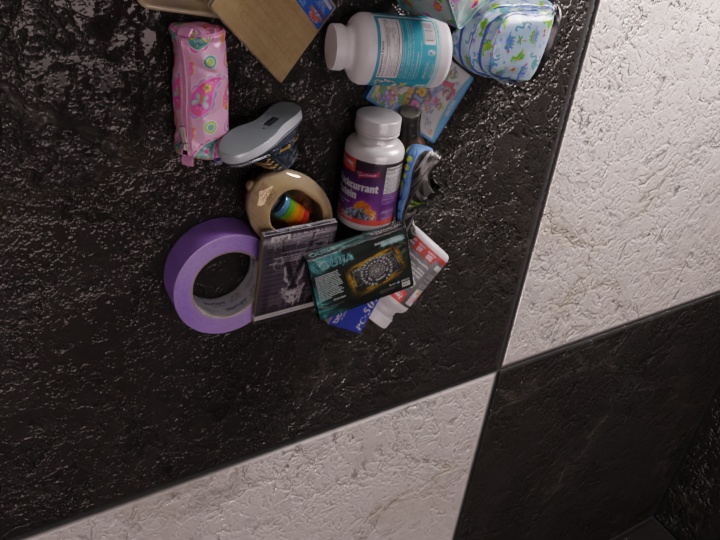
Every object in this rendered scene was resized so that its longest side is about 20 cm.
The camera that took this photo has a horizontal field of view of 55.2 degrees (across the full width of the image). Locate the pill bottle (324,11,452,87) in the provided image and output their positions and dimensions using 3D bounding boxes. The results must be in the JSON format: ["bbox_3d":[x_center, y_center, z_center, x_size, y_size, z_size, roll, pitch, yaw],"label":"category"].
[{"bbox_3d":[0.043,-0.360,1.126,0.195,0.111,0.113,-3,123,-20],"label":"pill bottle"}]

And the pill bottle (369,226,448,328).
[{"bbox_3d":[0.080,0.013,1.425,0.201,0.116,0.115,-51,135,6],"label":"pill bottle"}]

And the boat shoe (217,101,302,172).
[{"bbox_3d":[-0.153,-0.189,1.099,0.201,0.069,0.093,-48,151,-47],"label":"boat shoe"}]

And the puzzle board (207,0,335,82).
[{"bbox_3d":[-0.126,-0.394,1.025,0.152,0.017,0.200,-53,152,1],"label":"puzzle board"}]

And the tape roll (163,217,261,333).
[{"bbox_3d":[-0.246,0.011,1.228,0.196,0.066,0.204,-19,129,-24],"label":"tape roll"}]

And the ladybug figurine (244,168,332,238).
[{"bbox_3d":[-0.132,-0.111,1.214,0.137,0.072,0.199,-53,135,0],"label":"ladybug figurine"}]

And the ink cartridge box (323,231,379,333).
[{"bbox_3d":[0.007,0.019,1.338,0.093,0.044,0.203,19,106,-43],"label":"ink cartridge box"}]

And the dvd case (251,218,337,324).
[{"bbox_3d":[-0.121,0.003,1.245,0.146,0.016,0.203,-14,134,-31],"label":"dvd case"}]

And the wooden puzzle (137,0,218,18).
[{"bbox_3d":[-0.206,-0.451,0.940,0.182,0.046,0.204,-5,123,-33],"label":"wooden puzzle"}]

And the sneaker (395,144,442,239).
[{"bbox_3d":[0.108,-0.137,1.280,0.080,0.072,0.203,7,128,-5],"label":"sneaker"}]

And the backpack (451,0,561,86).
[{"bbox_3d":[0.259,-0.418,1.244,0.195,0.155,0.166,5,126,-22],"label":"backpack"}]

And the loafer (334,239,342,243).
[{"bbox_3d":[-0.054,-0.029,1.341,0.197,0.069,0.071,16,98,-44],"label":"loafer"}]

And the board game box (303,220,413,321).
[{"bbox_3d":[0.000,0.000,1.266,0.196,0.028,0.138,-19,125,-13],"label":"board game box"}]

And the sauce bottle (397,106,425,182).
[{"bbox_3d":[0.093,-0.211,1.305,0.064,0.065,0.203,-22,134,-20],"label":"sauce bottle"}]

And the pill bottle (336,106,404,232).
[{"bbox_3d":[0.020,-0.184,1.246,0.109,0.112,0.204,-11,126,-29],"label":"pill bottle"}]

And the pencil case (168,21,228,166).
[{"bbox_3d":[-0.240,-0.262,1.024,0.086,0.087,0.204,-11,126,-28],"label":"pencil case"}]

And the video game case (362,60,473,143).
[{"bbox_3d":[0.109,-0.338,1.266,0.198,0.018,0.145,21,106,-43],"label":"video game case"}]

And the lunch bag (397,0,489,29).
[{"bbox_3d":[0.105,-0.495,1.043,0.122,0.170,0.201,-42,134,-9],"label":"lunch bag"}]
